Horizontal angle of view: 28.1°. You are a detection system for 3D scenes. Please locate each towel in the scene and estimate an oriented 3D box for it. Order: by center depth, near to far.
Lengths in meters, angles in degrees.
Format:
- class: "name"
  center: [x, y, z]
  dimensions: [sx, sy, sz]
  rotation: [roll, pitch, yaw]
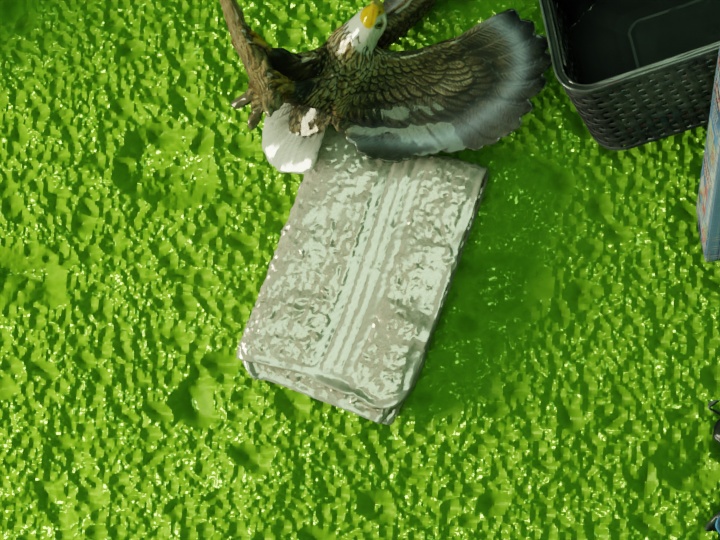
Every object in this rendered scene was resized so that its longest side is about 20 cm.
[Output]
- class: "towel"
  center: [0.000, 0.000, 1.037]
  dimensions: [0.132, 0.034, 0.200]
  rotation: [19, 87, 12]

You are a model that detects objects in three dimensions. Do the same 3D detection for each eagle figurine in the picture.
- class: "eagle figurine"
  center: [0.014, -0.151, 1.000]
  dimensions: [0.200, 0.151, 0.152]
  rotation: [-13, 103, -19]

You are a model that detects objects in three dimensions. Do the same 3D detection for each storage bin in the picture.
- class: "storage bin"
  center: [0.228, -0.180, 0.957]
  dimensions: [0.200, 0.094, 0.136]
  rotation: [-18, 63, 19]

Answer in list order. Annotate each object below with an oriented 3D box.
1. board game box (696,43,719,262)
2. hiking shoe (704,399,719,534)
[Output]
- class: "board game box"
  center: [0.291, -0.114, 0.860]
  dimensions: [0.199, 0.200, 0.062]
  rotation: [-10, 38, 13]
- class: "hiking shoe"
  center: [0.272, 0.187, 0.948]
  dimensions: [0.086, 0.074, 0.201]
  rotation: [-1, 73, 18]
